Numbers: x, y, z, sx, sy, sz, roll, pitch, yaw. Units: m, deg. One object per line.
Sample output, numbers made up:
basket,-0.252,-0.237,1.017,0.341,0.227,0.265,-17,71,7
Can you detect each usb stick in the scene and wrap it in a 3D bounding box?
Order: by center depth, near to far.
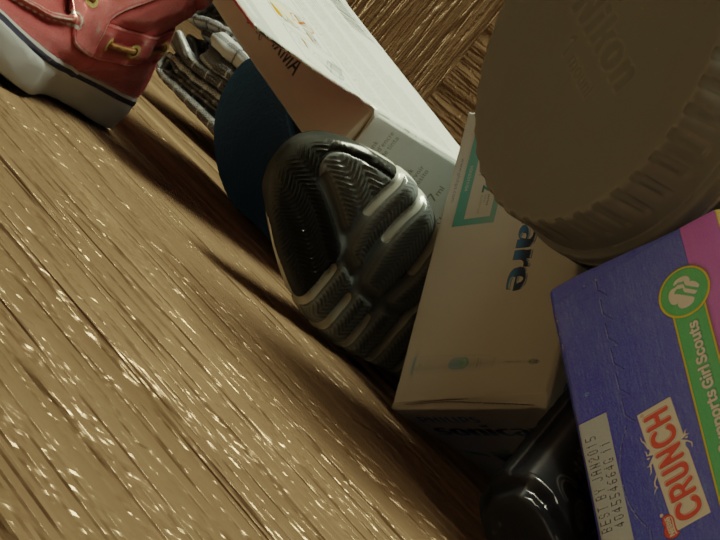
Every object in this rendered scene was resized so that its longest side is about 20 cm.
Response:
usb stick,0.092,0.063,0.699,0.056,0.032,0.200,64,28,-6

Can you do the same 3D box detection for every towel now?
towel,-0.039,-0.083,1.295,0.200,0.086,0.165,44,7,23

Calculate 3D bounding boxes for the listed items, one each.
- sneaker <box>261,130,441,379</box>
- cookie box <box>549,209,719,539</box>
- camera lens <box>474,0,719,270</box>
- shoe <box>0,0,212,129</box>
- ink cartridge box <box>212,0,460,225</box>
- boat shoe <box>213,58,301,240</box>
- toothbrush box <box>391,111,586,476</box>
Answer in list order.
sneaker,0.000,0.000,0.887,0.200,0.075,0.115,50,-7,-36
cookie box,0.159,0.101,0.660,0.200,0.075,0.172,35,36,-41
camera lens,0.164,-0.052,0.731,0.199,0.161,0.160,21,13,-29
shoe,-0.128,-0.127,0.847,0.071,0.091,0.200,41,4,14
ink cartridge box,-0.039,-0.118,0.978,0.173,0.044,0.200,29,19,-40
boat shoe,-0.024,-0.042,1.045,0.068,0.084,0.201,14,33,-35
toothbrush box,0.118,0.035,0.859,0.085,0.147,0.200,-4,-28,40
